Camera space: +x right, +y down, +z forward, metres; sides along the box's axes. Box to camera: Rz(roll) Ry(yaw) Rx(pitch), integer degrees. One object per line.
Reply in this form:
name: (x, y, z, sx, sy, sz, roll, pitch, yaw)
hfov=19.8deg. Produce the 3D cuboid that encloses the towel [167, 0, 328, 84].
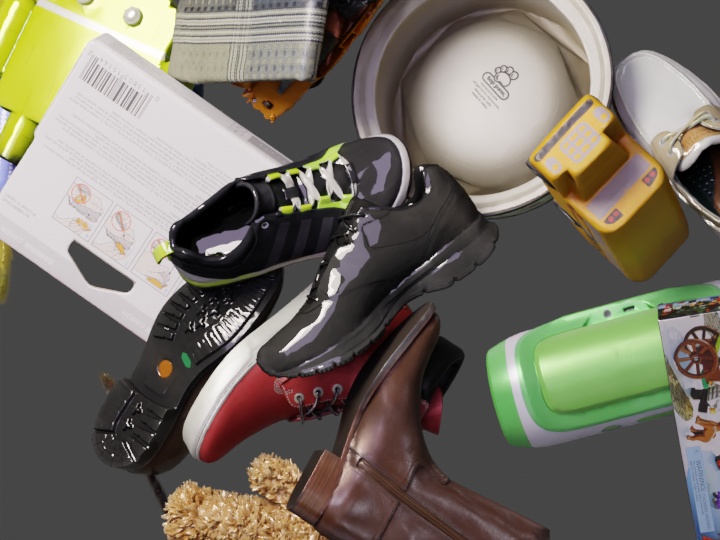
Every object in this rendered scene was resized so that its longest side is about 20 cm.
towel: (-0.074, -0.233, 1.529, 0.199, 0.034, 0.195, 9, 92, 55)

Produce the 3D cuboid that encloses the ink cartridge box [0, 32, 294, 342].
ink cartridge box: (-0.165, -0.054, 1.596, 0.199, 0.045, 0.177, 35, 106, -1)

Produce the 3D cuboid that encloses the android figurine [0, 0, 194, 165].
android figurine: (-0.215, -0.166, 1.649, 0.181, 0.041, 0.201, 26, 89, 16)

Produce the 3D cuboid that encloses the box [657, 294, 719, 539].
box: (0.287, 0.111, 1.421, 0.135, 0.038, 0.202, -10, 106, 11)

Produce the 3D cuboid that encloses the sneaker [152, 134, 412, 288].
sneaker: (-0.054, -0.041, 1.499, 0.199, 0.083, 0.072, -27, 73, 3)

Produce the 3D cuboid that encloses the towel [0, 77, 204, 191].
towel: (-0.225, -0.122, 1.672, 0.198, 0.024, 0.146, 2, 79, 15)

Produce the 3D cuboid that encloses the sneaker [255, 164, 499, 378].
sneaker: (0.000, 0.000, 1.476, 0.199, 0.076, 0.091, -38, 104, -12)

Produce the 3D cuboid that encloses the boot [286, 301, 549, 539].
boot: (0.073, 0.149, 1.482, 0.199, 0.064, 0.187, 33, 87, -8)

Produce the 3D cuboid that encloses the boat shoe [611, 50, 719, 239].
boat shoe: (0.252, -0.088, 1.511, 0.075, 0.068, 0.200, -40, 71, 3)

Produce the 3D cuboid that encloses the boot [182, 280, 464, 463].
boot: (-0.022, 0.098, 1.525, 0.200, 0.073, 0.144, -42, 72, -17)

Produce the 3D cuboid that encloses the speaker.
speaker: (0.195, 0.067, 1.484, 0.198, 0.088, 0.089, -15, 74, 11)

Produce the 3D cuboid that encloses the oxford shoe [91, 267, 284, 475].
oxford shoe: (-0.120, 0.069, 1.571, 0.073, 0.084, 0.200, 41, 94, 33)

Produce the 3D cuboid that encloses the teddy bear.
teddy bear: (-0.059, 0.208, 1.531, 0.198, 0.067, 0.146, 15, 85, 18)

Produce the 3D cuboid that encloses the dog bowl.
dog bowl: (0.097, -0.130, 1.560, 0.198, 0.074, 0.202, -4, 76, 15)

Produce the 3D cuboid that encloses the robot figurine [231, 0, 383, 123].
robot figurine: (-0.014, -0.208, 1.562, 0.058, 0.145, 0.200, 37, 110, -9)

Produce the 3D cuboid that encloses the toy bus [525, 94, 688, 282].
toy bus: (0.177, -0.055, 1.454, 0.065, 0.200, 0.078, -45, 70, 1)
